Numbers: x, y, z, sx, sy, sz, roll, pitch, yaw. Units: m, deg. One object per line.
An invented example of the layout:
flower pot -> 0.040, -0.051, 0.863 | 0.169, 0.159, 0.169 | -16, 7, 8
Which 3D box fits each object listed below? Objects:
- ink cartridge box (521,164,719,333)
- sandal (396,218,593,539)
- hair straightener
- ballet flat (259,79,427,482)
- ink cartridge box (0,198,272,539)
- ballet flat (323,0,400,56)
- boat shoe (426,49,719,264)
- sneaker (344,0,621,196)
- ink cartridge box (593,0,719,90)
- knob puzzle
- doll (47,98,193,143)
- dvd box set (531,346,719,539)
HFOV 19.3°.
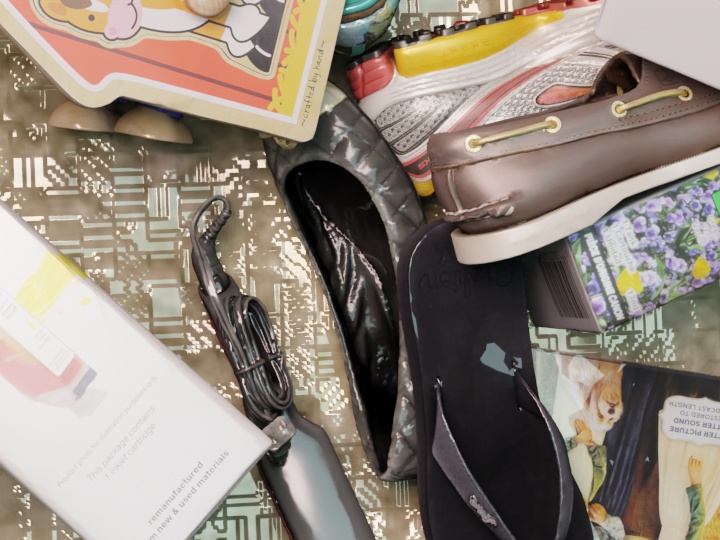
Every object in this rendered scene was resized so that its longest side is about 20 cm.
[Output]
ink cartridge box -> 0.174, -0.032, 0.985 | 0.199, 0.109, 0.051 | -23, 95, -11
sandal -> 0.059, 0.077, 0.950 | 0.076, 0.043, 0.202 | -19, 99, -17
hair straightener -> -0.033, 0.061, 0.961 | 0.041, 0.077, 0.201 | -19, 91, -9
ballet flat -> 0.000, 0.000, 0.973 | 0.057, 0.066, 0.201 | -27, 95, -43
ink cartridge box -> -0.144, 0.035, 0.910 | 0.200, 0.145, 0.083 | 43, 83, -5
ballet flat -> -0.026, -0.188, 0.977 | 0.074, 0.074, 0.201 | -6, 71, -10
boat shoe -> 0.121, -0.067, 0.935 | 0.199, 0.072, 0.060 | -24, 101, -16
sneaker -> 0.096, -0.087, 1.000 | 0.199, 0.078, 0.083 | -14, 98, -3
ink cartridge box -> 0.200, -0.147, 0.936 | 0.144, 0.200, 0.085 | 23, 123, 8
knob puzzle -> -0.087, -0.163, 0.865 | 0.218, 0.030, 0.222 | -1, 93, -23
doll -> -0.090, -0.160, 0.951 | 0.136, 0.048, 0.202 | 9, 95, 32
dvd box set -> 0.116, 0.143, 1.008 | 0.145, 0.029, 0.202 | 10, 85, -9
